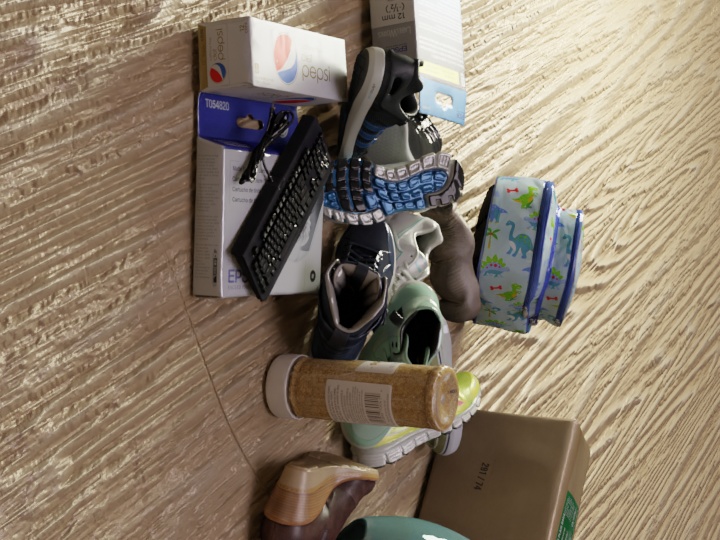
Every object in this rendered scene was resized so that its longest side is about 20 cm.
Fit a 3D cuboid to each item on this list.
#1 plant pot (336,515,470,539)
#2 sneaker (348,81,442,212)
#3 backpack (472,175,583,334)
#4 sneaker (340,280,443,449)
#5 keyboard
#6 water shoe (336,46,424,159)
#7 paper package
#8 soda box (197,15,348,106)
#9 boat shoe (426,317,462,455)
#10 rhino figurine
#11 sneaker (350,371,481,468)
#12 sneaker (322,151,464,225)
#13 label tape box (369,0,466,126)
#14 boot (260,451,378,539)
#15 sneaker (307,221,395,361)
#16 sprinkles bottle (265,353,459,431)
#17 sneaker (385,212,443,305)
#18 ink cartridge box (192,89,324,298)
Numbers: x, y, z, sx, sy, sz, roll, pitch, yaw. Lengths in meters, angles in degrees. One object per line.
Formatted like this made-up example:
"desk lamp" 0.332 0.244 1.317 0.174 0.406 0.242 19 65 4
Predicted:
"plant pot" 0.027 0.351 1.669 0.134 0.200 0.201 39 49 -13
"sneaker" 0.039 -0.171 1.764 0.100 0.070 0.201 -78 148 -44
"backpack" 0.216 -0.026 1.962 0.200 0.145 0.185 74 26 -69
"sneaker" 0.031 0.114 1.653 0.118 0.073 0.202 -111 -137 -78
"keyboard" -0.080 -0.081 1.496 0.128 0.020 0.201 64 37 -40
"water shoe" 0.021 -0.167 1.624 0.200 0.078 0.072 114 -18 -67
"paper package" 0.185 0.288 1.928 0.104 0.189 0.202 52 48 -50
"soda box" -0.085 -0.207 1.512 0.199 0.063 0.069 -3 90 -64
"boat shoe" 0.080 0.144 1.869 0.061 0.072 0.202 -19 116 -22
"rhino figurine" 0.102 -0.024 1.860 0.060 0.087 0.202 -40 126 -55
"sneaker" 0.063 0.155 1.772 0.199 0.078 0.091 -27 102 -36
"sneaker" 0.015 -0.086 1.683 0.198 0.086 0.076 -5 87 -30
"label tape box" 0.069 -0.276 1.787 0.143 0.065 0.203 2 85 -63
"boot" -0.054 0.286 1.629 0.199 0.072 0.168 8 96 -63
"sneaker" 0.001 0.001 1.622 0.147 0.076 0.204 105 0 -61
"sprinkles bottle" 0.001 0.126 1.556 0.068 0.198 0.069 -8 99 -62
"sneaker" 0.031 0.002 1.736 0.201 0.079 0.071 -61 143 -37
"ink cartridge box" -0.099 -0.074 1.523 0.199 0.040 0.203 -3 94 -62
